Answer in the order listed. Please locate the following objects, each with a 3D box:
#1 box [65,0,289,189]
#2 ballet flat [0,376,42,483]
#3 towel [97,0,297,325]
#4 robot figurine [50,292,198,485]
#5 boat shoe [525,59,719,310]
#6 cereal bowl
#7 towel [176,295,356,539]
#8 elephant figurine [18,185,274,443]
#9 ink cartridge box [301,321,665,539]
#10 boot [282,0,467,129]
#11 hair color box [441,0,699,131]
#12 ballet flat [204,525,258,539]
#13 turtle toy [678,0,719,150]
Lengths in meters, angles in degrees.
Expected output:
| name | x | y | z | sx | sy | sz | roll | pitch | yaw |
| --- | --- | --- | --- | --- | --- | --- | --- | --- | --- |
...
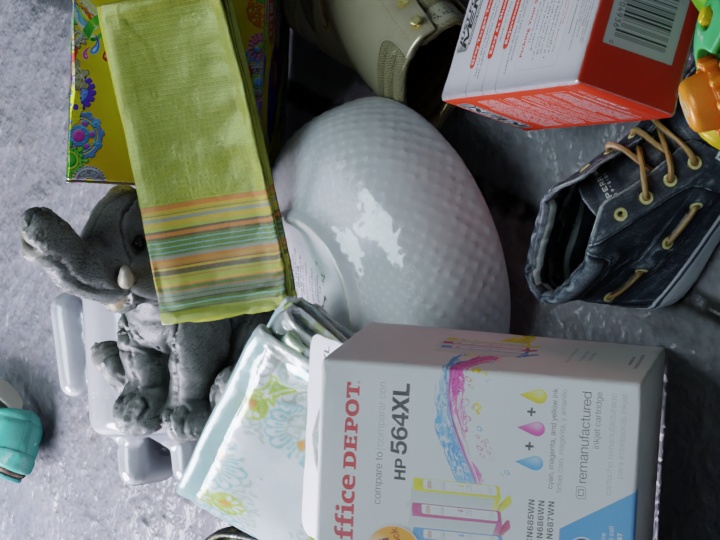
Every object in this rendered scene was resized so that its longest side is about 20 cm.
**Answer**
| name | x | y | z | sx | sy | sz | roll | pitch | yaw |
| --- | --- | --- | --- | --- | --- | --- | --- | --- | --- |
| box | -0.112 | -0.157 | 1.692 | 0.200 | 0.122 | 0.193 | -66 | -22 | -82 |
| ballet flat | -0.312 | 0.114 | 2.132 | 0.200 | 0.067 | 0.071 | 19 | 83 | 52 |
| towel | -0.099 | -0.069 | 1.587 | 0.086 | 0.018 | 0.200 | -11 | 96 | 12 |
| robot figurine | -0.133 | 0.046 | 1.822 | 0.169 | 0.113 | 0.200 | -5 | 88 | 15 |
| boat shoe | 0.164 | -0.056 | 1.419 | 0.071 | 0.091 | 0.200 | 54 | 132 | 38 |
| cereal bowl | 0.000 | 0.000 | 1.617 | 0.200 | 0.083 | 0.200 | 35 | 137 | 42 |
| towel | -0.011 | 0.118 | 1.611 | 0.171 | 0.048 | 0.200 | 31 | 138 | 2 |
| elephant figurine | -0.124 | -0.002 | 1.674 | 0.155 | 0.141 | 0.200 | -105 | -3 | -59 |
| ink cartridge box | 0.060 | 0.105 | 1.461 | 0.200 | 0.125 | 0.129 | 4 | 98 | 11 |
| boot | 0.024 | -0.198 | 1.619 | 0.155 | 0.073 | 0.200 | 48 | 133 | 43 |
| hair color box | 0.116 | -0.135 | 1.440 | 0.200 | 0.061 | 0.102 | -174 | 101 | -71 |
| ballet flat | -0.050 | 0.216 | 1.756 | 0.200 | 0.072 | 0.072 | 15 | 104 | 53 |
| turtle toy | 0.239 | -0.090 | 1.290 | 0.200 | 0.101 | 0.146 | 34 | 116 | 26 |
